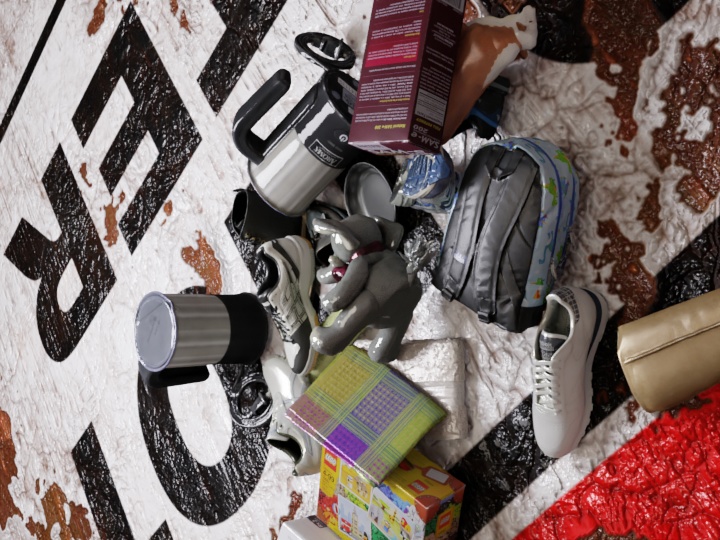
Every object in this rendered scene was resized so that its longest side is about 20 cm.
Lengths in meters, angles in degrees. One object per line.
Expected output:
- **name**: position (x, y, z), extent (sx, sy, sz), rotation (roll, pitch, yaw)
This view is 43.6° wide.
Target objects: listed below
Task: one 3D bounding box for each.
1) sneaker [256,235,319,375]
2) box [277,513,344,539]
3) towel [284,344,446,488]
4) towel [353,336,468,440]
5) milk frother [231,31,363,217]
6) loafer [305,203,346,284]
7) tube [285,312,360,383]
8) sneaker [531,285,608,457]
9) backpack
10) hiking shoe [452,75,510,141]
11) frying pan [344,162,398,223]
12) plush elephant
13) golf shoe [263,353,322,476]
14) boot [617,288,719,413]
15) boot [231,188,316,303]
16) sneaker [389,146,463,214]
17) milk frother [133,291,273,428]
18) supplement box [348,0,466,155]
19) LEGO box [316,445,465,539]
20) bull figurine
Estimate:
- **sneaker**: position (-0.113, 0.054, 1.311), extent (0.075, 0.086, 0.205), rotation (-6, 89, 56)
- **box**: position (-0.030, 0.476, 1.244), extent (0.197, 0.129, 0.204), rotation (30, 109, 40)
- **towel**: position (0.003, 0.187, 1.195), extent (0.143, 0.023, 0.198), rotation (-43, 47, -20)
- **towel**: position (0.063, 0.159, 1.231), extent (0.197, 0.034, 0.136), rotation (-7, 85, 44)
- **milk frother**: position (-0.076, -0.223, 1.314), extent (0.180, 0.201, 0.187), rotation (43, 122, -12)
- **loafer**: position (-0.033, -0.026, 1.300), extent (0.201, 0.062, 0.073), rotation (51, 137, 35)
- **tube**: position (-0.052, 0.110, 1.339), extent (0.200, 0.051, 0.059), rotation (-48, 18, 39)
- **sneaker**: position (0.226, 0.118, 1.042), extent (0.075, 0.080, 0.205), rotation (12, 98, 41)
- **backpack**: position (0.178, -0.057, 1.066), extent (0.162, 0.152, 0.204), rotation (29, 129, 45)
- **hiking shoe**: position (0.100, -0.217, 1.176), extent (0.197, 0.073, 0.089), rotation (12, 94, 43)
- **frying pan**: position (0.037, -0.066, 1.255), extent (0.192, 0.031, 0.116), rotation (56, 143, 19)
- **plush elephant**: position (0.000, 0.000, 1.170), extent (0.155, 0.163, 0.202), rotation (48, 117, 34)
- **golf shoe**: position (-0.106, 0.213, 1.332), extent (0.201, 0.096, 0.079), rotation (52, 144, 28)
- **boot**: position (0.350, 0.034, 0.935), extent (0.199, 0.065, 0.179), rotation (-32, 67, 40)
- **boot**: position (-0.140, -0.024, 1.362), extent (0.076, 0.137, 0.205), rotation (-8, 84, 43)
- **sneaker**: position (0.098, -0.111, 1.127), extent (0.200, 0.083, 0.079), rotation (-176, 106, -83)
- **milk frother**: position (-0.234, 0.141, 1.404), extent (0.199, 0.186, 0.184), rotation (36, 113, 38)
- **supplement box**: position (0.056, -0.241, 1.056), extent (0.108, 0.060, 0.205), rotation (8, 86, 48)
- **LEGO box**: position (0.036, 0.308, 1.199), extent (0.198, 0.076, 0.152), rotation (28, 122, 40)
- **bull figurine**: position (0.124, -0.251, 1.087), extent (0.201, 0.065, 0.122), rotation (-52, 61, 19)
